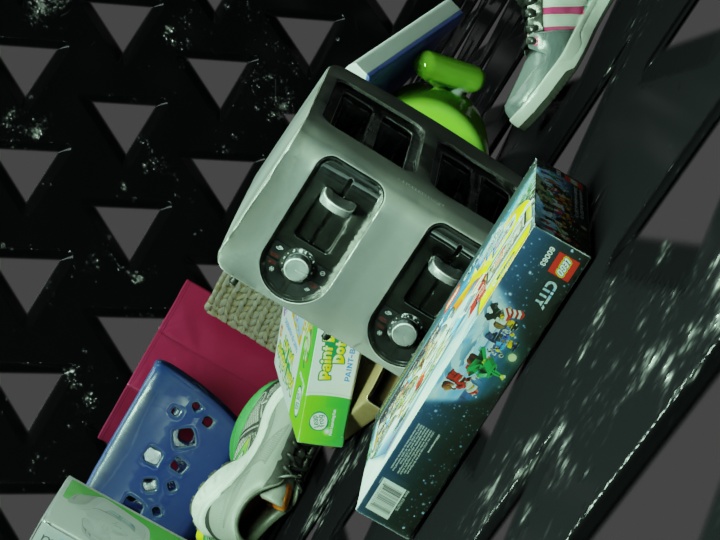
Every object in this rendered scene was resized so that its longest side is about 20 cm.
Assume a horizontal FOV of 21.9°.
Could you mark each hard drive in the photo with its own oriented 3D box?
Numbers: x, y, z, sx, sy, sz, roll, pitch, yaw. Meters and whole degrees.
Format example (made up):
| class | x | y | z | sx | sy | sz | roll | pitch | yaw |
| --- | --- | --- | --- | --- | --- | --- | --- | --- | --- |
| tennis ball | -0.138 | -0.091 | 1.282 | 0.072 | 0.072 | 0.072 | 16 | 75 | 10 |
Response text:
| class | x | y | z | sx | sy | sz | roll | pitch | yaw |
| --- | --- | --- | --- | --- | --- | --- | --- | --- | --- |
| hard drive | 0.009 | -0.168 | 1.681 | 0.132 | 0.025 | 0.200 | -46 | -3 | 36 |

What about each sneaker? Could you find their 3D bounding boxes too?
| class | x | y | z | sx | sy | sz | roll | pitch | yaw |
| --- | --- | --- | --- | --- | --- | --- | --- | --- | --- |
| sneaker | 0.137 | -0.223 | 1.496 | 0.200 | 0.121 | 0.084 | -61 | 4 | -9 |
| sneaker | -0.093 | 0.200 | 1.817 | 0.200 | 0.078 | 0.085 | -71 | 13 | -15 |
| sneaker | -0.069 | 0.176 | 1.725 | 0.200 | 0.074 | 0.079 | -53 | 39 | -6 |

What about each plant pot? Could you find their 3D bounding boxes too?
| class | x | y | z | sx | sy | sz | roll | pitch | yaw |
| --- | --- | --- | --- | --- | --- | --- | --- | --- | --- |
| plant pot | -0.219 | 0.236 | 2.262 | 0.200 | 0.180 | 0.200 | -60 | 4 | -4 |

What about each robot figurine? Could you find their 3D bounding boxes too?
| class | x | y | z | sx | sy | sz | roll | pitch | yaw |
| --- | --- | --- | --- | --- | --- | --- | --- | --- | --- |
| robot figurine | 0.058 | -0.107 | 1.687 | 0.200 | 0.116 | 0.176 | -73 | 7 | -75 |

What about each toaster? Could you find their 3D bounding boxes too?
| class | x | y | z | sx | sy | sz | roll | pitch | yaw |
| --- | --- | --- | --- | --- | --- | --- | --- | --- | --- |
| toaster | 0.017 | -0.030 | 1.252 | 0.119 | 0.181 | 0.200 | -56 | 6 | 21 |

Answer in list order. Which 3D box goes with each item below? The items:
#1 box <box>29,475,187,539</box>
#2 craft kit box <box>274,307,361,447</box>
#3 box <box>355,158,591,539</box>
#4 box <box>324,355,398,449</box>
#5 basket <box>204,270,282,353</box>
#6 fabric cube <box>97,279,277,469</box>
| class | x | y | z | sx | sy | sz | roll | pitch | yaw |
| --- | --- | --- | --- | --- | --- | --- | --- | --- | --- |
| box | -0.251 | 0.334 | 1.843 | 0.177 | 0.200 | 0.097 | -60 | 4 | 24 |
| craft kit box | -0.029 | 0.022 | 1.584 | 0.200 | 0.048 | 0.198 | -117 | 34 | -72 |
| box | 0.067 | 0.043 | 1.088 | 0.200 | 0.038 | 0.137 | -59 | 4 | 20 |
| box | 0.024 | 0.064 | 1.580 | 0.164 | 0.021 | 0.200 | -63 | 5 | -19 |
| basket | -0.083 | -0.015 | 2.501 | 0.200 | 0.161 | 0.198 | -61 | 3 | -34 |
| fabric cube | -0.218 | 0.170 | 2.586 | 0.200 | 0.199 | 0.196 | -63 | 4 | -33 |
